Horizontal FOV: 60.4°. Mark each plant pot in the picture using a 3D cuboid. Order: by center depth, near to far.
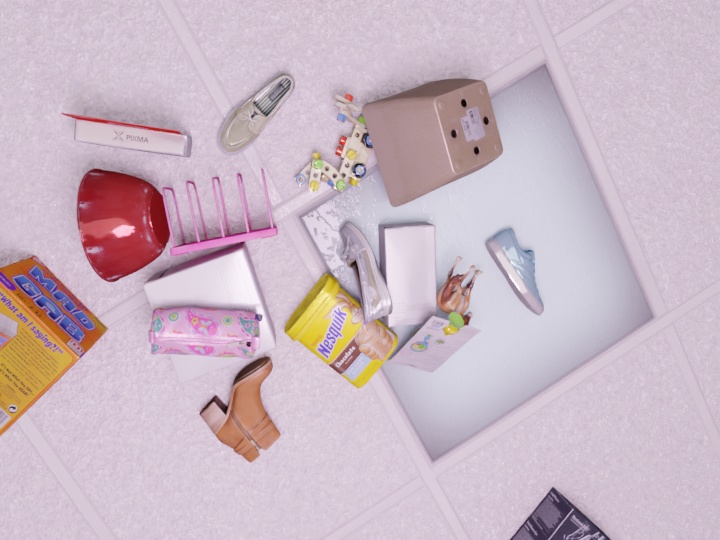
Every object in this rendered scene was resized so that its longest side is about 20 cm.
[{"bbox_3d":[0.149,-0.253,1.161,0.197,0.176,0.205,-25,103,-28],"label":"plant pot"}]

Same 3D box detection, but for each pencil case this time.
[{"bbox_3d":[-0.275,0.113,1.107,0.193,0.087,0.090,5,98,-9],"label":"pencil case"}]

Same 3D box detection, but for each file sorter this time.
[{"bbox_3d":[-0.263,-0.114,1.172,0.194,0.139,0.129,-11,98,-7],"label":"file sorter"}]

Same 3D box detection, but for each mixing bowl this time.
[{"bbox_3d":[-0.409,-0.086,1.110,0.105,0.200,0.207,-5,100,3],"label":"mixing bowl"}]

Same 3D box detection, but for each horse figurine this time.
[{"bbox_3d":[0.202,0.049,1.272,0.049,0.199,0.135,29,92,27],"label":"horse figurine"}]

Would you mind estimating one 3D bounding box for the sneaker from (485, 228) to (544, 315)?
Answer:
[{"bbox_3d":[0.351,0.001,1.320,0.081,0.074,0.202,-35,103,1],"label":"sneaker"}]

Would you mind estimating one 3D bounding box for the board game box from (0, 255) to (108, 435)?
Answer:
[{"bbox_3d":[-0.621,0.128,1.118,0.199,0.200,0.201,-42,102,0],"label":"board game box"}]

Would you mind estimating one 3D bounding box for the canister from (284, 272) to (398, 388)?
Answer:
[{"bbox_3d":[-0.037,0.127,1.269,0.199,0.087,0.149,39,97,-14],"label":"canister"}]

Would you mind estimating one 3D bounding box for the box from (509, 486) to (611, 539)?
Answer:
[{"bbox_3d":[0.472,0.648,1.426,0.199,0.104,0.183,40,90,-13],"label":"box"}]

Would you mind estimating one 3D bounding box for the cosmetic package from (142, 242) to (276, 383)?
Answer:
[{"bbox_3d":[-0.284,0.077,1.204,0.195,0.123,0.205,-18,102,-4],"label":"cosmetic package"}]

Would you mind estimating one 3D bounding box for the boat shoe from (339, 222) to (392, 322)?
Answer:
[{"bbox_3d":[0.000,0.001,1.234,0.063,0.075,0.207,-20,77,-13],"label":"boat shoe"}]

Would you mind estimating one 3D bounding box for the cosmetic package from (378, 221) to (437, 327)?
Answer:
[{"bbox_3d":[0.097,0.006,1.277,0.109,0.081,0.207,-2,98,-9],"label":"cosmetic package"}]

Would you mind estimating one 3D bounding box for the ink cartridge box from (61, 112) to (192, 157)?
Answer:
[{"bbox_3d":[-0.411,-0.239,1.108,0.194,0.174,0.045,7,98,-10],"label":"ink cartridge box"}]

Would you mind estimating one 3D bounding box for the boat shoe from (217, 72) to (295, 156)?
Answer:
[{"bbox_3d":[-0.203,-0.305,1.188,0.072,0.062,0.201,41,92,-13],"label":"boat shoe"}]

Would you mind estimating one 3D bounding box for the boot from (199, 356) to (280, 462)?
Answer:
[{"bbox_3d":[-0.215,0.289,1.270,0.200,0.077,0.156,-43,101,2],"label":"boot"}]

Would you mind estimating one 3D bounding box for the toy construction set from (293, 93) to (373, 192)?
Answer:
[{"bbox_3d":[-0.040,-0.240,1.216,0.128,0.092,0.204,21,106,-11],"label":"toy construction set"}]

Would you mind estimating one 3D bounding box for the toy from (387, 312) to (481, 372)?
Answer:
[{"bbox_3d":[0.149,0.142,1.277,0.112,0.201,0.048,16,54,-19],"label":"toy"}]
